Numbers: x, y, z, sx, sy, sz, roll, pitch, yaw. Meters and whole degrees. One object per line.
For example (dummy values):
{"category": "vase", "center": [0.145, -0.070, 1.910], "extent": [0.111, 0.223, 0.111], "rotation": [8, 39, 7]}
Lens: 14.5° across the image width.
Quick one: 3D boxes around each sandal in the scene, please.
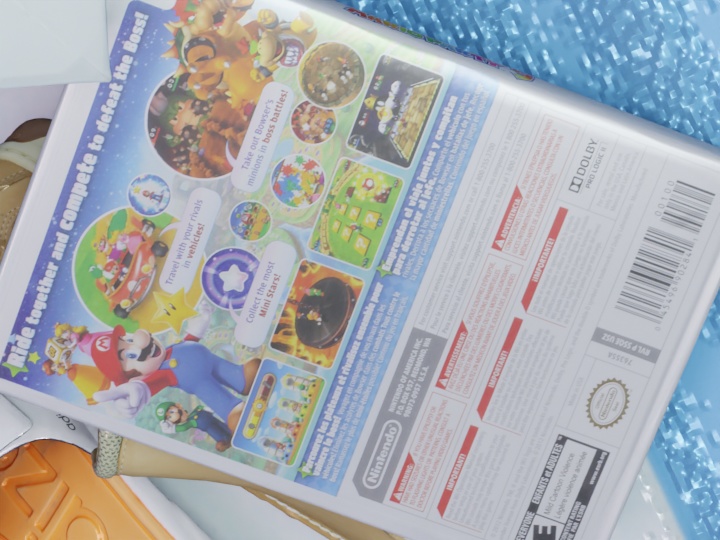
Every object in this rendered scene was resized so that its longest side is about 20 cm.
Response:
{"category": "sandal", "center": [-0.114, 0.078, 0.946], "extent": [0.207, 0.059, 0.079], "rotation": [40, 117, 23]}

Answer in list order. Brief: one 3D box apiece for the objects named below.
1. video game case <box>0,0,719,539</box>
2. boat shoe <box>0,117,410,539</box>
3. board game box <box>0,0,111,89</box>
{"category": "video game case", "center": [0.000, 0.000, 0.830], "extent": [0.199, 0.018, 0.144], "rotation": [20, 106, -7]}
{"category": "boat shoe", "center": [-0.056, 0.041, 0.893], "extent": [0.200, 0.076, 0.072], "rotation": [37, 152, 13]}
{"category": "board game box", "center": [-0.119, -0.147, 0.810], "extent": [0.064, 0.200, 0.148], "rotation": [-5, 110, -14]}
